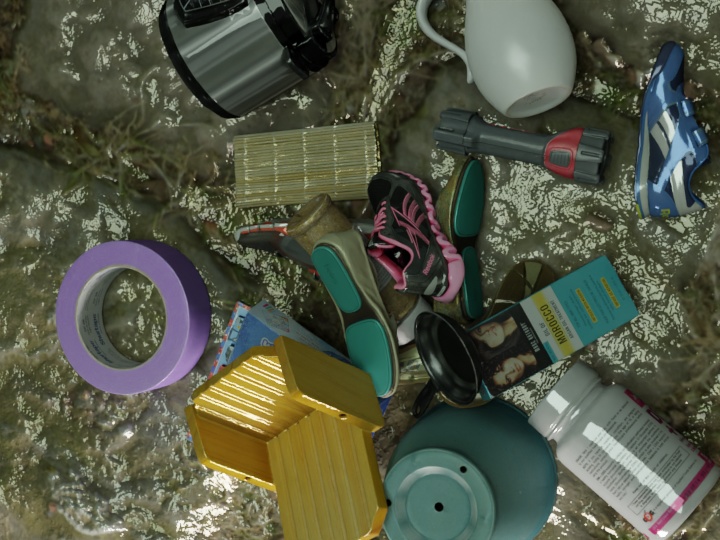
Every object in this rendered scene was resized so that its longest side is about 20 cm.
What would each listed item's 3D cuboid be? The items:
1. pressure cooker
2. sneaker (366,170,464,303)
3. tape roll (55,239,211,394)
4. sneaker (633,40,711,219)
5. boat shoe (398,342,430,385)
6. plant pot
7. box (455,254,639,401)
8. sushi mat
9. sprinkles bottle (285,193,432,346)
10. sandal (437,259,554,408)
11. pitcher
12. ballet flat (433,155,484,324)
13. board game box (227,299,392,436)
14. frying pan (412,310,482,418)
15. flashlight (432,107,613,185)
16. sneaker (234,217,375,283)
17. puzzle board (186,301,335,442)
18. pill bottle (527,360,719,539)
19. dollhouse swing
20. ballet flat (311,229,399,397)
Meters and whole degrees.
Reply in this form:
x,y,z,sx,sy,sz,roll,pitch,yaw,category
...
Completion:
x,y,z,sx,sy,sz,roll,pitch,yaw,category
-0.121,-0.301,1.532,0.200,0.179,0.176,-27,98,19,pressure cooker
0.043,-0.045,1.487,0.200,0.095,0.079,61,142,37,sneaker
-0.299,0.060,1.669,0.199,0.066,0.201,1,93,19,tape roll
0.354,-0.155,1.420,0.082,0.074,0.201,5,102,18,sneaker
0.038,0.130,1.545,0.199,0.073,0.063,-19,86,18,boat shoe
0.111,0.256,1.463,0.199,0.188,0.201,1,93,20,plant pot
0.210,0.065,1.447,0.200,0.049,0.082,-29,85,-8,box
-0.069,-0.132,1.603,0.199,0.012,0.096,-3,91,20,sushi mat
0.000,0.000,1.509,0.068,0.068,0.200,-37,108,18,sprinkles bottle
0.165,0.080,1.500,0.080,0.054,0.200,31,81,14,sandal
0.154,-0.272,1.470,0.171,0.121,0.201,-28,72,35,pitcher
0.110,-0.036,1.518,0.070,0.071,0.201,0,93,20,ballet flat
-0.079,0.168,1.551,0.199,0.043,0.200,34,127,16,board game box
0.101,0.124,1.431,0.115,0.031,0.191,41,147,41,frying pan
0.191,-0.150,1.479,0.199,0.068,0.068,14,69,20,flashlight
-0.065,-0.023,1.577,0.199,0.077,0.082,2,100,20,sneaker
-0.131,0.161,1.638,0.150,0.017,0.201,25,101,17,puzzle board
0.295,0.201,1.433,0.200,0.113,0.113,41,105,13,pill bottle
-0.087,0.215,1.427,0.200,0.181,0.176,-36,40,39,dollhouse swing
0.008,0.045,1.452,0.069,0.069,0.201,-16,103,20,ballet flat
